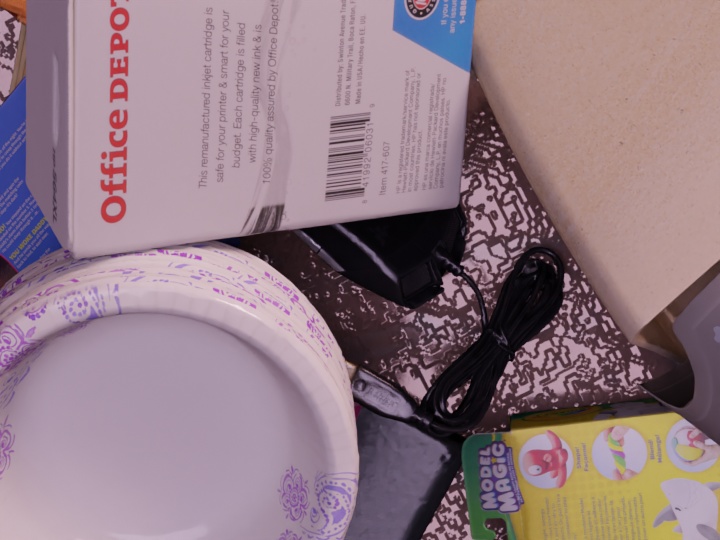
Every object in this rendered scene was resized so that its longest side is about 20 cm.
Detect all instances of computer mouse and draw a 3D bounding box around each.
[{"bbox_3d":[0.000,0.000,1.115,0.199,0.046,0.141,36,59,-7],"label":"computer mouse"}]

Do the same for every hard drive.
[{"bbox_3d":[-0.047,0.146,1.169,0.139,0.033,0.201,29,99,2],"label":"hard drive"}]

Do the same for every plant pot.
[{"bbox_3d":[0.163,-0.092,1.049,0.200,0.200,0.177,-42,75,8],"label":"plant pot"}]

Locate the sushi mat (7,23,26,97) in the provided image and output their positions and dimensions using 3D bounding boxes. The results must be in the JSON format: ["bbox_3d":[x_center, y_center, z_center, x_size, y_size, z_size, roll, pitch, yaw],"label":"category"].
[{"bbox_3d":[-0.130,-0.158,1.125,0.095,0.012,0.202,19,108,18],"label":"sushi mat"}]

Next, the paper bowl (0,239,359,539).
[{"bbox_3d":[-0.101,0.076,1.038,0.199,0.105,0.202,-1,114,-2],"label":"paper bowl"}]

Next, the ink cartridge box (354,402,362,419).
[{"bbox_3d":[-0.085,0.127,1.131,0.119,0.042,0.201,23,99,14],"label":"ink cartridge box"}]

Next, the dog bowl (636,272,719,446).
[{"bbox_3d":[0.225,0.009,1.035,0.200,0.200,0.059,-42,75,8],"label":"dog bowl"}]

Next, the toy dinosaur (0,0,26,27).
[{"bbox_3d":[-0.217,-0.207,1.107,0.180,0.105,0.201,23,98,2],"label":"toy dinosaur"}]

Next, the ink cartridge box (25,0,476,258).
[{"bbox_3d":[-0.053,-0.098,1.002,0.198,0.084,0.147,-7,119,-22],"label":"ink cartridge box"}]

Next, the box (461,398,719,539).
[{"bbox_3d":[0.157,0.128,1.143,0.198,0.048,0.118,-6,96,3],"label":"box"}]

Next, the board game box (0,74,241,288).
[{"bbox_3d":[-0.175,0.006,1.123,0.200,0.045,0.135,-46,72,18],"label":"board game box"}]
